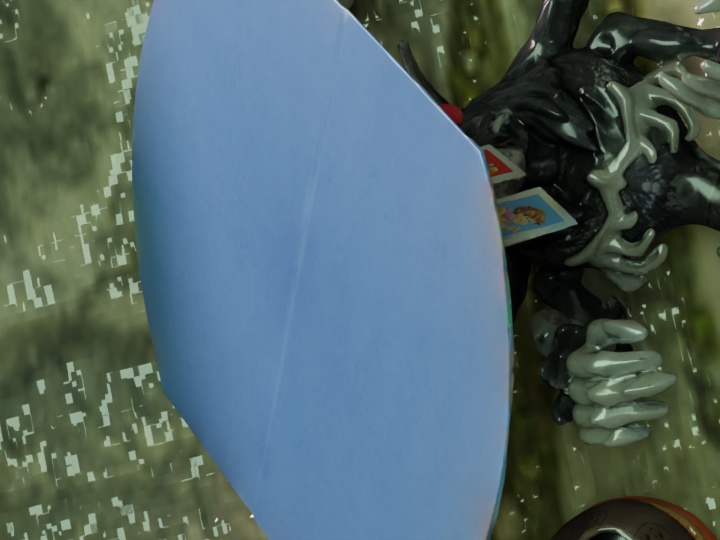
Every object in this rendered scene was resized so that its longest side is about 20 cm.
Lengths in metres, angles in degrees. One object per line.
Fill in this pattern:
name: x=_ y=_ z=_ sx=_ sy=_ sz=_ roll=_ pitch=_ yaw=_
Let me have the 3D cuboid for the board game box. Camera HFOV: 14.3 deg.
board game box: x=0.000 y=0.000 z=0.741 sx=0.200 sy=0.039 sz=0.159 roll=50 pitch=139 yaw=44

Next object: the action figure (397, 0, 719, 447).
action figure: x=0.090 y=-0.016 z=0.732 sx=0.199 sy=0.102 sz=0.119 roll=15 pitch=100 yaw=15

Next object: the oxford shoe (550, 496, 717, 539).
oxford shoe: x=0.050 y=0.157 z=0.737 sx=0.071 sy=0.073 sz=0.201 roll=6 pitch=86 yaw=15

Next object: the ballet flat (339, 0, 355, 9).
ballet flat: x=-0.078 y=-0.134 z=0.816 sx=0.199 sy=0.069 sz=0.070 roll=28 pitch=92 yaw=12
